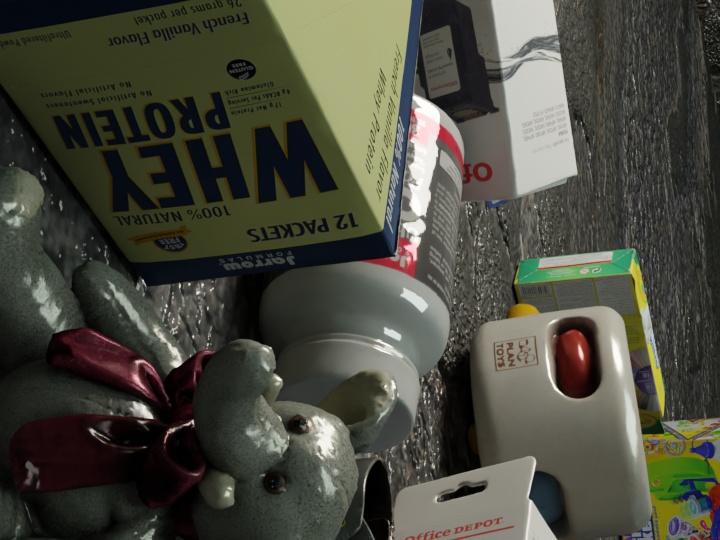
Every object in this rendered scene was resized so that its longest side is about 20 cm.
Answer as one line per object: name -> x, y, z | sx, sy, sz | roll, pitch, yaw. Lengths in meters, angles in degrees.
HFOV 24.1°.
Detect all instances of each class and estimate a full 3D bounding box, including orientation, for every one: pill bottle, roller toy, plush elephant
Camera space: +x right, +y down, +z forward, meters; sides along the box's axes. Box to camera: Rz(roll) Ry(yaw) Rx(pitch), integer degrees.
pill bottle -> 0.000, 0.000, 0.976 | 0.111, 0.110, 0.201 | 62, 28, -49
roller toy -> 0.155, 0.124, 1.359 | 0.182, 0.139, 0.202 | 12, 70, -82
plush elephant -> -0.073, 0.074, 0.661 | 0.165, 0.154, 0.201 | -78, 154, -43

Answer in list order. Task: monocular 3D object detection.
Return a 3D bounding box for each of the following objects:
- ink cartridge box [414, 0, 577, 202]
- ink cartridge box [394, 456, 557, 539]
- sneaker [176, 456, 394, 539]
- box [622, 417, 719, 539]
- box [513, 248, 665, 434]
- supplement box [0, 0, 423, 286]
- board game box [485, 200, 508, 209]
ink cartridge box -> 0.048, -0.145, 1.091 | 0.084, 0.144, 0.202 | -21, 105, -53
ink cartridge box -> 0.068, 0.223, 1.087 | 0.068, 0.116, 0.201 | 55, 32, -31
sneaker -> -0.049, 0.157, 0.784 | 0.201, 0.105, 0.075 | -77, 153, -46
box -> 0.409, 0.285, 1.990 | 0.122, 0.191, 0.202 | -22, 105, -71
box -> 0.226, 0.078, 1.625 | 0.048, 0.116, 0.201 | -67, 147, -54
supplement box -> -0.066, -0.135, 0.783 | 0.200, 0.133, 0.201 | 61, 29, -49
board game box -> 0.063, -0.159, 1.259 | 0.201, 0.034, 0.136 | 64, 1, -46
